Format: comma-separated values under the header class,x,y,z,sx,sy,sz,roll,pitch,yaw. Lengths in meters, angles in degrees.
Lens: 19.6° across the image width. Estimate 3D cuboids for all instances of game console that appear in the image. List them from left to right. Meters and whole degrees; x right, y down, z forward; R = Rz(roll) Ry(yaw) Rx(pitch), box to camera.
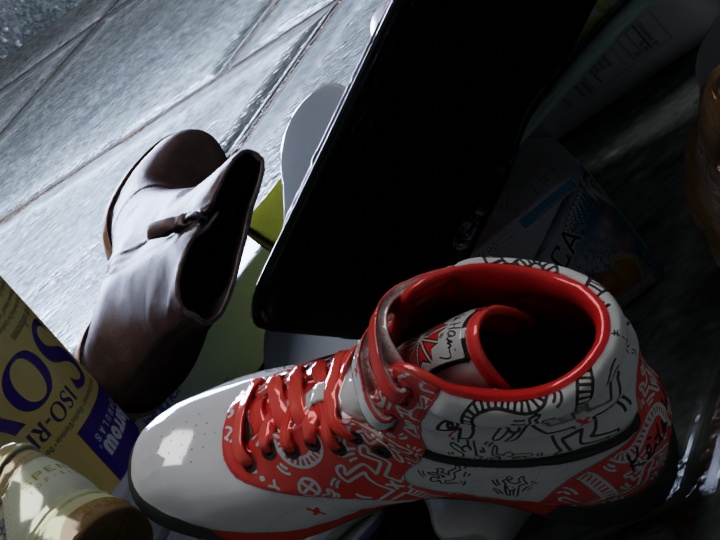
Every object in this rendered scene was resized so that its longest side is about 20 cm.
class,x,y,z,sx,sy,sz,roll,pitch,yaw
game console,0.010,-0.081,0.788,0.200,0.116,0.176,-63,33,7

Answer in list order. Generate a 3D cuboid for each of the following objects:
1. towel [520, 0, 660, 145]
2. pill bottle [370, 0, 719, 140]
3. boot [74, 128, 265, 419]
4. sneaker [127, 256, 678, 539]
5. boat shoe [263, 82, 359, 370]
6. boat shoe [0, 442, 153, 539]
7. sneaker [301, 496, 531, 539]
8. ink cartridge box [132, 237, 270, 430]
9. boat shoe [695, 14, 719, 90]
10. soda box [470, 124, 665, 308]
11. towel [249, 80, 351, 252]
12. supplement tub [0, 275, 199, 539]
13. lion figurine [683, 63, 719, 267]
class,x,y,z,sx,sy,sz,roll,pitch,yaw
towel,0.092,-0.118,0.914,0.200,0.048,0.171,-43,7,35
pill bottle,0.115,-0.143,1.078,0.200,0.113,0.113,-34,17,17
boot,-0.081,-0.020,1.052,0.166,0.072,0.200,-42,25,52
sneaker,0.002,0.041,0.705,0.201,0.108,0.067,-2,58,17
boat shoe,-0.002,0.001,1.026,0.074,0.068,0.199,-35,41,31
boat shoe,-0.141,0.162,0.790,0.073,0.063,0.200,4,-66,-58
sneaker,-0.005,0.088,0.811,0.200,0.075,0.087,-23,28,47
ink cartridge box,-0.093,0.048,1.155,0.094,0.044,0.200,-27,21,42
boat shoe,0.228,-0.131,0.873,0.200,0.072,0.066,-39,5,13
soda box,0.072,-0.026,0.951,0.068,0.064,0.200,-39,17,4
towel,0.013,-0.057,1.136,0.200,0.086,0.018,-56,-2,-44
supplement tub,-0.185,0.090,0.965,0.145,0.200,0.145,-37,17,13
lion figurine,0.206,-0.086,0.789,0.200,0.072,0.123,-28,53,17
